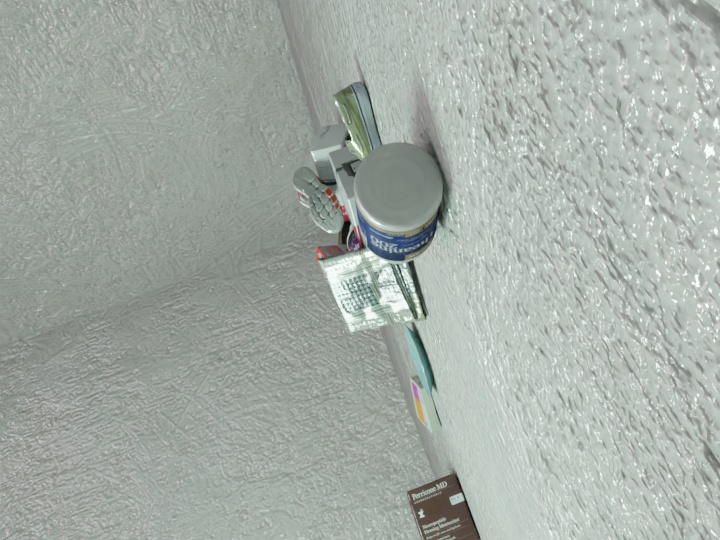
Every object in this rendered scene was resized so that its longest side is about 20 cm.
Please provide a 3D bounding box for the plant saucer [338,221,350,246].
[{"bbox_3d":[-0.005,-0.063,1.757,0.199,0.032,0.205,19,-114,-52],"label":"plant saucer"}]

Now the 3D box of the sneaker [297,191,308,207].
[{"bbox_3d":[-0.083,-0.223,1.816,0.075,0.195,0.083,150,117,-84],"label":"sneaker"}]

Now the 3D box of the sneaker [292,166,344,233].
[{"bbox_3d":[-0.085,-0.162,1.487,0.202,0.077,0.082,58,-168,29],"label":"sneaker"}]

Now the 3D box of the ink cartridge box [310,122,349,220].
[{"bbox_3d":[-0.047,-0.247,1.579,0.146,0.081,0.203,-76,-27,-55],"label":"ink cartridge box"}]

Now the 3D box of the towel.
[{"bbox_3d":[0.026,0.041,1.332,0.196,0.196,0.035,67,-153,-20],"label":"towel"}]

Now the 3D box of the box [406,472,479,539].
[{"bbox_3d":[0.247,0.749,1.923,0.165,0.163,0.203,74,175,-68],"label":"box"}]

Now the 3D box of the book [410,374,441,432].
[{"bbox_3d":[0.196,0.406,1.953,0.200,0.047,0.137,-160,53,-85],"label":"book"}]

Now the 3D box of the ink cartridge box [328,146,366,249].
[{"bbox_3d":[0.004,-0.161,1.364,0.202,0.082,0.147,-112,4,-50],"label":"ink cartridge box"}]

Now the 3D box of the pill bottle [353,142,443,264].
[{"bbox_3d":[0.050,-0.076,0.842,0.200,0.109,0.113,79,171,-74],"label":"pill bottle"}]

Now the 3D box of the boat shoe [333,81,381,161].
[{"bbox_3d":[0.000,-0.251,1.188,0.072,0.061,0.203,-113,4,-60],"label":"boat shoe"}]

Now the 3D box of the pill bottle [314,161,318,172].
[{"bbox_3d":[-0.074,-0.317,1.770,0.200,0.112,0.116,-144,35,-86],"label":"pill bottle"}]

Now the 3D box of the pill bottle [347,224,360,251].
[{"bbox_3d":[0.033,-0.043,1.434,0.201,0.110,0.114,-112,4,-51],"label":"pill bottle"}]

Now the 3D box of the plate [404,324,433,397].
[{"bbox_3d":[0.161,0.239,1.693,0.200,0.025,0.204,160,91,-88],"label":"plate"}]

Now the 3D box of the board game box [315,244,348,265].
[{"bbox_3d":[0.000,0.000,1.520,0.200,0.150,0.041,47,133,48],"label":"board game box"}]
